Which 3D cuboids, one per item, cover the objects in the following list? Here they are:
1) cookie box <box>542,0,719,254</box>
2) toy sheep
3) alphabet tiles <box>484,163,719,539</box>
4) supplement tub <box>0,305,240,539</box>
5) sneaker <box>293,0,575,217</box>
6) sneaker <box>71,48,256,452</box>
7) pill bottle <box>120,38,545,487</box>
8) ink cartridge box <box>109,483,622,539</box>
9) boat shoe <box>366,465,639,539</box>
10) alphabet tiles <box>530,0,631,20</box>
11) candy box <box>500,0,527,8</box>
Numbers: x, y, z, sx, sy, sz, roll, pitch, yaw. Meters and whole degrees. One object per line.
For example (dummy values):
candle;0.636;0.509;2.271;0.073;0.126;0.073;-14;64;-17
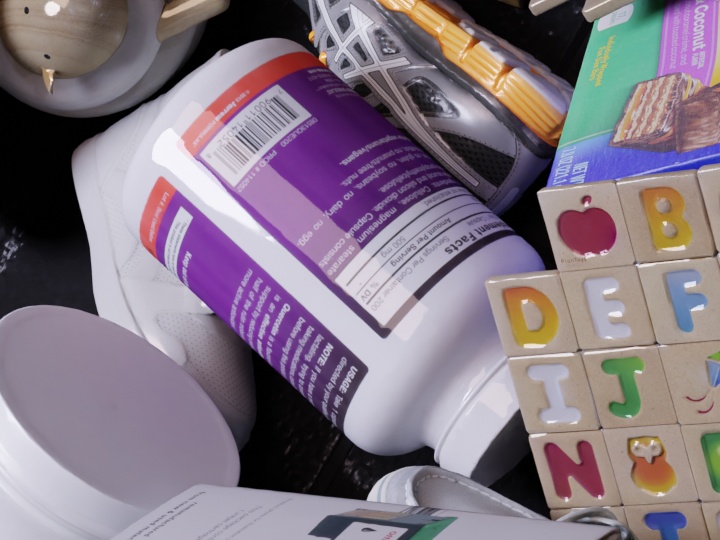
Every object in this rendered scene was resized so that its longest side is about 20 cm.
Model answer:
cookie box;0.188;-0.076;1.002;0.200;0.075;0.171;-14;35;28
toy sheep;-0.133;-0.142;1.260;0.138;0.138;0.200;-42;9;11
alphabet tiles;0.136;0.056;0.969;0.166;0.006;0.200;-6;109;33
supplement tub;-0.156;0.128;1.105;0.200;0.145;0.145;-52;47;26
sneaker;0.017;-0.092;1.169;0.200;0.078;0.077;43;108;43
sneaker;-0.063;-0.017;1.187;0.116;0.074;0.200;-36;51;19
pill bottle;0.000;0.000;1.087;0.200;0.112;0.112;42;95;17
ink cartridge box;0.007;0.167;0.955;0.200;0.084;0.146;3;112;36
boat shoe;0.091;0.127;0.977;0.201;0.070;0.072;36;129;19
alphabet tiles;0.153;-0.176;1.077;0.166;0.006;0.200;-24;25;29
candy box;-0.013;-0.189;1.154;0.200;0.117;0.057;23;86;12
